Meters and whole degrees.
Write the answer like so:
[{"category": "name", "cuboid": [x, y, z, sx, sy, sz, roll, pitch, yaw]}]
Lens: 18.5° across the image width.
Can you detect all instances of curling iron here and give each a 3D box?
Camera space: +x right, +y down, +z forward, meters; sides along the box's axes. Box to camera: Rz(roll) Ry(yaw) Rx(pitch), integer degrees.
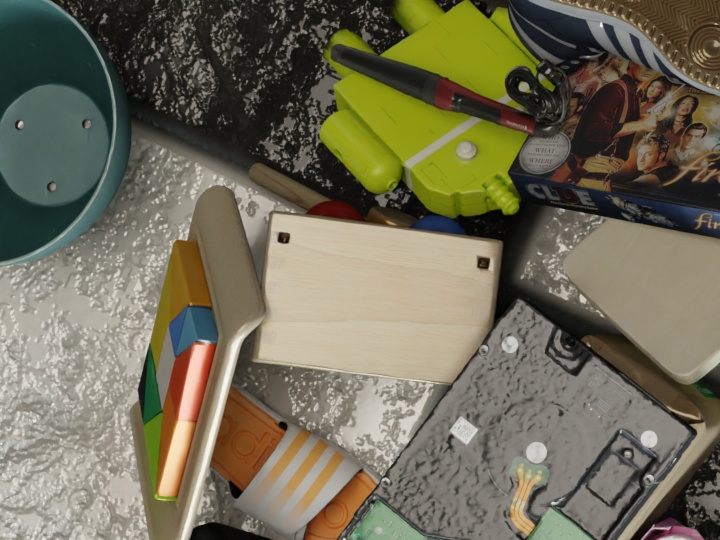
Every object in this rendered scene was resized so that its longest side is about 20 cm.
[{"category": "curling iron", "cuboid": [0.062, -0.130, 1.504, 0.200, 0.026, 0.050, 15, 85, 36]}]

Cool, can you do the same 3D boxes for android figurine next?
[{"category": "android figurine", "cuboid": [0.065, -0.116, 1.549, 0.182, 0.041, 0.200, -32, 59, -13]}]

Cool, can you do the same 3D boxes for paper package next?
[{"category": "paper package", "cuboid": [0.149, 0.139, 1.469, 0.103, 0.200, 0.191, 40, 97, 13]}]

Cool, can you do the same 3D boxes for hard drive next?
[{"category": "hard drive", "cuboid": [0.094, 0.137, 1.363, 0.140, 0.038, 0.200, 37, 95, 16]}]

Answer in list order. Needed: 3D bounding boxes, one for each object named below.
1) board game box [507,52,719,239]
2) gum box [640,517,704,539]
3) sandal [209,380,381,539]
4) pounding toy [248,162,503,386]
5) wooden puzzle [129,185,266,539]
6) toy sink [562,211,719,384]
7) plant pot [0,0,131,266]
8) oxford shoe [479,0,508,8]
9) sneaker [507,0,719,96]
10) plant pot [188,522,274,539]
[{"category": "board game box", "cuboid": [0.212, -0.091, 1.439, 0.200, 0.035, 0.136, 12, 60, 35]}, {"category": "gum box", "cuboid": [0.180, 0.260, 1.500, 0.066, 0.113, 0.200, 35, 96, 14]}, {"category": "sandal", "cuboid": [-0.073, 0.141, 1.599, 0.206, 0.059, 0.079, 33, 96, 14]}, {"category": "pounding toy", "cuboid": [0.000, 0.000, 1.539, 0.184, 0.200, 0.143, 7, 89, 0]}, {"category": "wooden puzzle", "cuboid": [-0.122, 0.065, 1.516, 0.037, 0.185, 0.200, 12, 118, -18]}, {"category": "toy sink", "cuboid": [0.255, -0.003, 1.461, 0.200, 0.112, 0.130, -41, 55, -7]}, {"category": "plant pot", "cuboid": [-0.250, -0.099, 1.618, 0.199, 0.135, 0.201, -1, 87, 14]}, {"category": "oxford shoe", "cuboid": [0.068, -0.241, 1.579, 0.200, 0.071, 0.071, 24, 100, 10]}, {"category": "sneaker", "cuboid": [0.184, -0.155, 1.442, 0.200, 0.109, 0.070, 27, 75, 7]}, {"category": "plant pot", "cuboid": [-0.105, 0.288, 1.542, 0.199, 0.200, 0.178, -28, 69, 12]}]
